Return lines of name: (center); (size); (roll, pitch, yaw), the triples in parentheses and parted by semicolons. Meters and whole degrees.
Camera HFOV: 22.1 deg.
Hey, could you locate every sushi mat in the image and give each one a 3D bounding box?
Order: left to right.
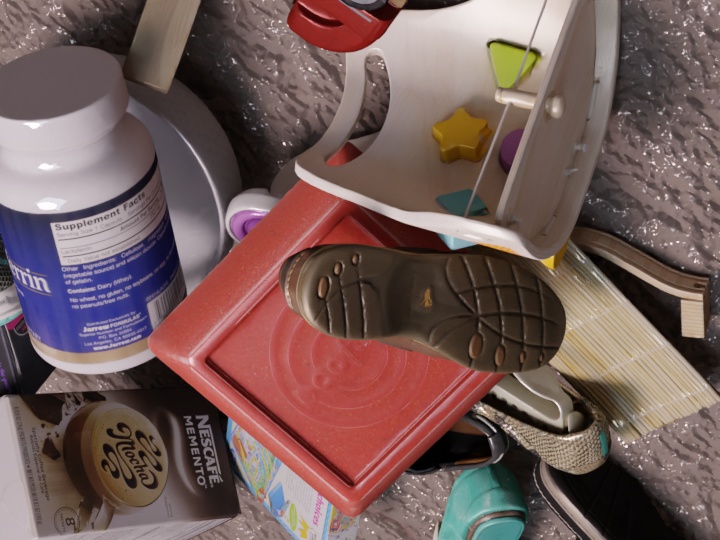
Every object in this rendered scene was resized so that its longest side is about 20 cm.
sushi mat: (0.152, 0.038, 1.268); (0.200, 0.012, 0.095); (45, 134, -12)

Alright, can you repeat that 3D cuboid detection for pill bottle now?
pill bottle: (-0.187, -0.040, 1.239); (0.115, 0.116, 0.201); (8, 128, 22)

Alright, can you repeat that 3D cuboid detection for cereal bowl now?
cereal bowl: (-0.170, -0.075, 1.338); (0.199, 0.083, 0.201); (15, 131, 17)

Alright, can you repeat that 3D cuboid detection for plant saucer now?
plant saucer: (-0.008, 0.050, 1.232); (0.200, 0.037, 0.200); (42, 104, -15)

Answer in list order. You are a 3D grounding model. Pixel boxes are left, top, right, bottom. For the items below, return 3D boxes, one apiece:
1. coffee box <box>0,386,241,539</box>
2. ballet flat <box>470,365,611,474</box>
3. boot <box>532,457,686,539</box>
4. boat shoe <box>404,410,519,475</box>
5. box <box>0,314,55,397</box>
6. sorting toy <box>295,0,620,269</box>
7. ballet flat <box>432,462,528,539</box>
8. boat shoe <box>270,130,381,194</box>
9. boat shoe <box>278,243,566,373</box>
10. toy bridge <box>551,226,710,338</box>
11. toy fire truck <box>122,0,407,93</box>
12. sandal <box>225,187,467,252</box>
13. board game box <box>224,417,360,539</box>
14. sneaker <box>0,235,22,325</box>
coffee box: (-0.201, 0.157, 1.441); (0.080, 0.199, 0.114); (-29, 70, 42)
ballet flat: (0.093, 0.071, 1.305); (0.199, 0.068, 0.076); (31, 153, 24)
boot: (0.172, 0.230, 1.410); (0.200, 0.073, 0.150); (40, 133, -15)
boat shoe: (0.036, 0.121, 1.396); (0.199, 0.068, 0.072); (-8, 122, 38)
box: (-0.332, 0.017, 1.467); (0.198, 0.123, 0.107); (10, 129, 20)
sorting toy: (0.056, -0.095, 1.160); (0.179, 0.201, 0.107); (12, 155, 22)
ballet flat: (0.088, 0.210, 1.437); (0.067, 0.071, 0.201); (-1, 144, -13)
boat shoe: (0.031, -0.052, 1.266); (0.199, 0.072, 0.069); (-13, 136, 30)
boat shoe: (0.040, 0.017, 1.168); (0.199, 0.073, 0.067); (12, -175, -28)
toy bridge: (0.142, 0.001, 1.273); (0.198, 0.027, 0.068); (8, 128, 22)
toy fire truck: (-0.062, -0.191, 1.176); (0.175, 0.129, 0.200); (35, 145, -2)
sandal: (-0.001, 0.004, 1.266); (0.201, 0.050, 0.083); (18, 149, 4)
board game box: (-0.046, 0.115, 1.417); (0.134, 0.034, 0.201); (43, 141, 31)
sneaker: (-0.302, -0.043, 1.375); (0.200, 0.077, 0.092); (45, 154, 46)
